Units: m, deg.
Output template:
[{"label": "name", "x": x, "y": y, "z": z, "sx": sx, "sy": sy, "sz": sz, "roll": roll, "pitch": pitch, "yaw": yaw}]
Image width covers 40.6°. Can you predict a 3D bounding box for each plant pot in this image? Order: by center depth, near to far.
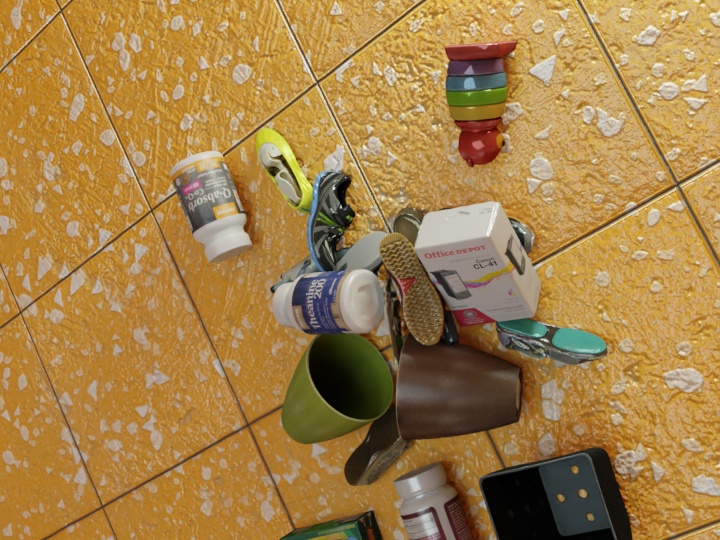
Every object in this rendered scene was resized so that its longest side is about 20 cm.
[{"label": "plant pot", "x": 0.341, "y": 0.392, "z": 1.598, "sx": 0.198, "sy": 0.177, "sz": 0.202, "roll": -20, "pitch": 86, "yaw": 31}, {"label": "plant pot", "x": 0.178, "y": 0.207, "z": 1.687, "sx": 0.197, "sy": 0.187, "sz": 0.190, "roll": 2, "pitch": 98, "yaw": 15}, {"label": "plant pot", "x": -0.067, "y": 0.241, "z": 1.832, "sx": 0.188, "sy": 0.186, "sz": 0.200, "roll": 55, "pitch": 134, "yaw": 13}]

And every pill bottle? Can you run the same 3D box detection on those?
[{"label": "pill bottle", "x": -0.062, "y": 0.059, "z": 1.745, "sx": 0.198, "sy": 0.110, "sz": 0.113, "roll": -5, "pitch": 94, "yaw": 41}, {"label": "pill bottle", "x": 0.138, "y": 0.461, "z": 1.762, "sx": 0.113, "sy": 0.114, "sz": 0.203, "roll": -23, "pitch": 84, "yaw": 30}, {"label": "pill bottle", "x": -0.295, "y": -0.125, "z": 1.940, "sx": 0.115, "sy": 0.116, "sz": 0.202, "roll": -26, "pitch": 83, "yaw": 30}]

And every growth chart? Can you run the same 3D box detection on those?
[{"label": "growth chart", "x": 0.065, "y": 0.103, "z": 1.741, "sx": 0.017, "sy": 0.145, "sz": 0.203, "roll": -9, "pitch": 100, "yaw": 11}]

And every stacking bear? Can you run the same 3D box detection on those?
[{"label": "stacking bear", "x": 0.200, "y": -0.279, "z": 1.642, "sx": 0.112, "sy": 0.121, "sz": 0.203, "roll": 3, "pitch": 105, "yaw": 27}]

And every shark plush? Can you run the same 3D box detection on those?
[{"label": "shark plush", "x": -0.084, "y": 0.010, "z": 1.887, "sx": 0.199, "sy": 0.091, "sz": 0.084, "roll": -38, "pitch": 97, "yaw": 7}]

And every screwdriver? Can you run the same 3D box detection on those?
[{"label": "screwdriver", "x": 0.132, "y": 0.034, "z": 1.687, "sx": 0.029, "sy": 0.028, "sz": 0.203, "roll": -35, "pitch": 65, "yaw": 48}]

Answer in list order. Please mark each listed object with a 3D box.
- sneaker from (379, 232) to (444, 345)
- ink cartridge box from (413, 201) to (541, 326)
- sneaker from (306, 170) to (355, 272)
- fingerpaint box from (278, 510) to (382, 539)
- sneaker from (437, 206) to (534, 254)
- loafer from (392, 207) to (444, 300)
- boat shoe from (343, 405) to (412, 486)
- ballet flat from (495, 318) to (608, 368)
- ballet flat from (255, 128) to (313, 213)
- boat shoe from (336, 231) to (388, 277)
[{"label": "sneaker", "x": 0.094, "y": 0.030, "z": 1.675, "sx": 0.074, "sy": 0.090, "sz": 0.203, "roll": -21, "pitch": 86, "yaw": 6}, {"label": "ink cartridge box", "x": 0.198, "y": -0.007, "z": 1.627, "sx": 0.146, "sy": 0.086, "sz": 0.201, "roll": -9, "pitch": 134, "yaw": 32}, {"label": "sneaker", "x": -0.052, "y": -0.090, "z": 1.812, "sx": 0.081, "sy": 0.071, "sz": 0.203, "roll": 0, "pitch": 77, "yaw": 18}, {"label": "fingerpaint box", "x": -0.045, "y": 0.580, "z": 1.906, "sx": 0.198, "sy": 0.073, "sz": 0.169, "roll": -20, "pitch": 86, "yaw": 31}, {"label": "sneaker", "x": 0.204, "y": -0.061, "z": 1.681, "sx": 0.197, "sy": 0.077, "sz": 0.080, "roll": 12, "pitch": 100, "yaw": 27}, {"label": "loafer", "x": 0.102, "y": -0.015, "z": 1.750, "sx": 0.075, "sy": 0.067, "sz": 0.203, "roll": -17, "pitch": 88, "yaw": 30}, {"label": "boat shoe", "x": 0.046, "y": 0.329, "z": 1.837, "sx": 0.200, "sy": 0.062, "sz": 0.074, "roll": -50, "pitch": 46, "yaw": 23}, {"label": "ballet flat", "x": 0.323, "y": 0.127, "z": 1.650, "sx": 0.198, "sy": 0.072, "sz": 0.073, "roll": 16, "pitch": 104, "yaw": 28}, {"label": "ballet flat", "x": -0.153, "y": -0.195, "z": 1.877, "sx": 0.067, "sy": 0.067, "sz": 0.201, "roll": -41, "pitch": 75, "yaw": 28}, {"label": "boat shoe", "x": 0.000, "y": 0.000, "z": 1.817, "sx": 0.199, "sy": 0.063, "sz": 0.071, "roll": -39, "pitch": 41, "yaw": 33}]
